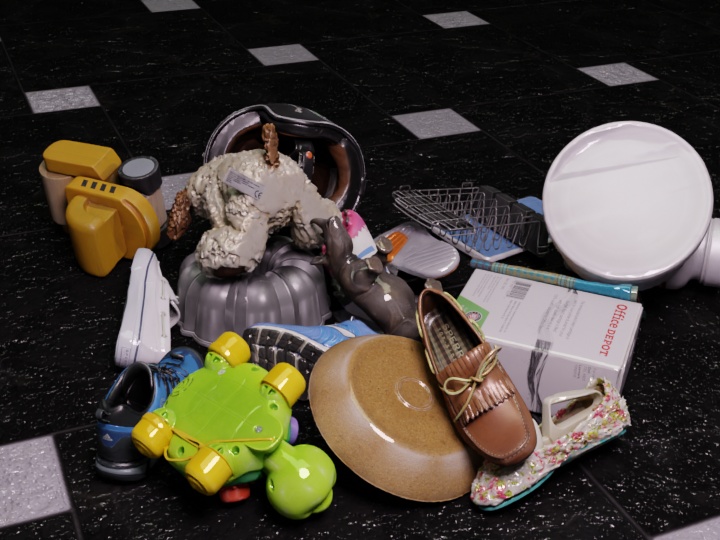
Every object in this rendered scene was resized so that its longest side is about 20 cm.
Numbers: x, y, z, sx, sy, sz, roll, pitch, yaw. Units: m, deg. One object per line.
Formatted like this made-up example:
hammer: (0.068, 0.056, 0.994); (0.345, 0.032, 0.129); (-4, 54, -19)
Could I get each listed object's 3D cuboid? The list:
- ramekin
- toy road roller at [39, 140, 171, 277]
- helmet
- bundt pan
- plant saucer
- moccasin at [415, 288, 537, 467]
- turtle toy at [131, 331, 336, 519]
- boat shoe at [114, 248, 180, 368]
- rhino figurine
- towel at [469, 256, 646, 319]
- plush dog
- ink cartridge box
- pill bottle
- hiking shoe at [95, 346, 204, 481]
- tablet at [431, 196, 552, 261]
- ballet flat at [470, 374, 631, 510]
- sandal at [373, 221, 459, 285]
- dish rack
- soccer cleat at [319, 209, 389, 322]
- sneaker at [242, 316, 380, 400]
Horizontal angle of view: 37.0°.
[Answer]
ramekin: (0.319, -0.069, 1.293); (0.199, 0.094, 0.206); (-5, 68, 11)
toy road roller: (-0.354, -0.076, 1.423); (0.197, 0.124, 0.147); (13, 41, 20)
helmet: (-0.109, -0.134, 1.464); (0.198, 0.203, 0.189); (-24, 25, -39)
bundt pan: (-0.132, 0.015, 1.304); (0.198, 0.077, 0.203); (1, 29, -1)
plant saucer: (0.047, 0.130, 1.051); (0.197, 0.036, 0.202); (18, 40, -15)
moccasin: (0.106, 0.096, 1.018); (0.073, 0.078, 0.203); (-25, 50, 7)
turtle toy: (-0.108, 0.159, 1.004); (0.198, 0.102, 0.146); (25, 58, 33)
boat shoe: (-0.244, 0.049, 1.258); (0.066, 0.074, 0.201); (11, 36, -12)
rhino figurine: (0.011, 0.009, 1.210); (0.200, 0.088, 0.060); (42, 49, 15)
towel: (0.240, 0.019, 1.288); (0.197, 0.022, 0.146); (13, -6, 21)
plush dog: (-0.142, -0.093, 1.276); (0.198, 0.163, 0.170); (-23, 21, -36)
ink cartridge box: (0.197, 0.082, 1.178); (0.197, 0.086, 0.146); (13, 31, 19)
pill bottle: (0.368, -0.038, 1.383); (0.197, 0.114, 0.112); (11, 29, 16)
hiking shoe: (-0.203, 0.123, 1.084); (0.073, 0.088, 0.201); (7, 28, 10)
tablet: (0.212, -0.059, 1.522); (0.198, 0.014, 0.130); (-16, 33, -31)
ballet flat: (0.177, 0.159, 1.038); (0.198, 0.065, 0.075); (-24, 12, -30)
sandal: (0.070, -0.007, 1.368); (0.078, 0.060, 0.206); (-28, 23, -11)
dish rack: (0.143, -0.069, 1.431); (0.197, 0.055, 0.153); (-5, 26, -34)
soccer cleat: (0.000, 0.000, 1.348); (0.086, 0.070, 0.201); (35, 22, -25)
sneaker: (-0.033, 0.095, 1.173); (0.196, 0.080, 0.089); (13, 21, 3)
